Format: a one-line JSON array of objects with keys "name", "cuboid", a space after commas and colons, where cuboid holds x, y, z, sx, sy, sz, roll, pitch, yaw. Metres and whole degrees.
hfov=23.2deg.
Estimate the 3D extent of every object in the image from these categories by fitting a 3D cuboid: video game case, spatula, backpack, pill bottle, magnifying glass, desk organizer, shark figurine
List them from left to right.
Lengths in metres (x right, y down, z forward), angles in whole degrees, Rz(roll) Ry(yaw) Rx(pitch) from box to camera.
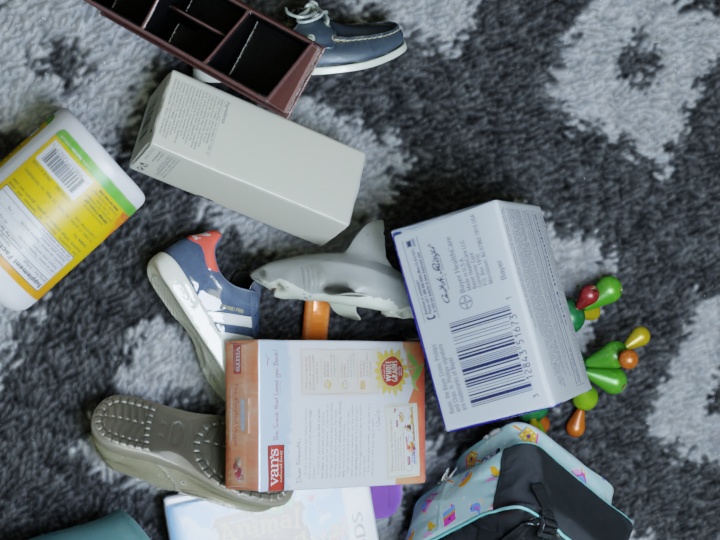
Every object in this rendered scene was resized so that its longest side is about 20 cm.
[{"name": "pill bottle", "cuboid": [-0.296, -0.037, 1.534, 0.200, 0.111, 0.111, -42, 108, -4]}, {"name": "desk organizer", "cuboid": [-0.138, -0.213, 1.516, 0.199, 0.077, 0.072, 30, 93, 10]}, {"name": "video game case", "cuboid": [-0.076, 0.285, 1.665, 0.198, 0.022, 0.184, -10, 90, -13]}, {"name": "spatula", "cuboid": [-0.052, 0.219, 1.697, 0.198, 0.021, 0.057, -3, 97, -14]}, {"name": "magnifying glass", "cuboid": [-0.048, 0.097, 1.677, 0.079, 0.022, 0.202, 3, 102, -15]}, {"name": "shark figurine", "cuboid": [0.022, 0.003, 1.603, 0.213, 0.128, 0.090, 15, 78, -31]}, {"name": "backpack", "cuboid": [0.141, 0.254, 1.679, 0.175, 0.154, 0.200, 36, 127, -23]}]

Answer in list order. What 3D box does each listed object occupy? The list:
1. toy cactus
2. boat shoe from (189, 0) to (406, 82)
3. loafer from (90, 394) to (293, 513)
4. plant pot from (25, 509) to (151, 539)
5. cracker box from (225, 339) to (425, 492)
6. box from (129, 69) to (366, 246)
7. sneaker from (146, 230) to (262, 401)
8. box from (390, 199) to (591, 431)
[{"name": "toy cactus", "cuboid": [0.184, 0.093, 1.709, 0.164, 0.102, 0.202, 21, 105, -8]}, {"name": "boat shoe", "cuboid": [-0.057, -0.211, 1.587, 0.198, 0.075, 0.062, -6, 108, -2]}, {"name": "loafer", "cuboid": [-0.157, 0.173, 1.629, 0.198, 0.068, 0.076, 22, 57, -6]}, {"name": "plant pot", "cuboid": [-0.259, 0.320, 1.581, 0.187, 0.200, 0.201, -32, 108, -21]}, {"name": "cracker box", "cuboid": [-0.031, 0.131, 1.617, 0.199, 0.057, 0.136, 3, 85, -40]}, {"name": "box", "cuboid": [-0.101, -0.100, 1.584, 0.199, 0.068, 0.083, 24, 64, -18]}, {"name": "sneaker", "cuboid": [-0.114, 0.053, 1.624, 0.084, 0.075, 0.201, -36, 114, -20]}, {"name": "box", "cuboid": [0.121, 0.039, 1.584, 0.104, 0.200, 0.186, -16, 85, 17]}]
